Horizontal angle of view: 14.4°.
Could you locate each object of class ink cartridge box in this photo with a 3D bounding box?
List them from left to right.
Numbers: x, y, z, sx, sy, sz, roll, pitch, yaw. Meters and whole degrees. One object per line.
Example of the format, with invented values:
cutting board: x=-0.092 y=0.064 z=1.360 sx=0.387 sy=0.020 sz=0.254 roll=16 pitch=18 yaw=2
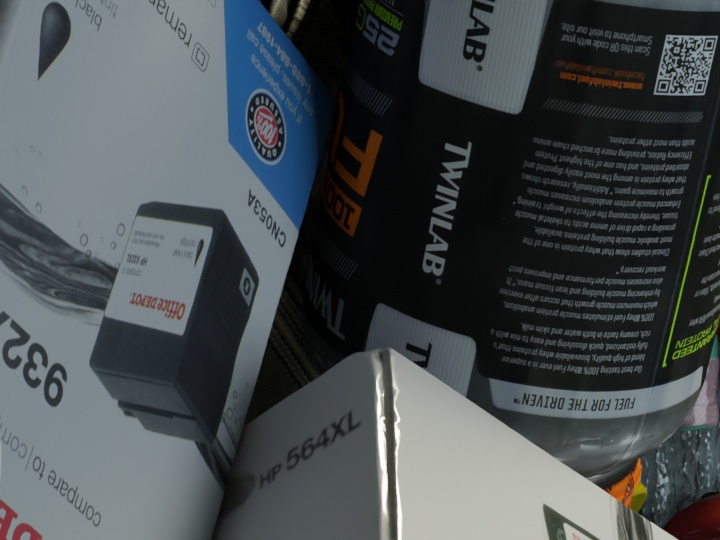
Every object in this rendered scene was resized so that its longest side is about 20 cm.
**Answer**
ink cartridge box: x=-0.093 y=0.003 z=0.725 sx=0.145 sy=0.083 sz=0.201 roll=51 pitch=47 yaw=-49
ink cartridge box: x=0.025 y=0.128 z=0.797 sx=0.200 sy=0.146 sz=0.085 roll=33 pitch=37 yaw=-32

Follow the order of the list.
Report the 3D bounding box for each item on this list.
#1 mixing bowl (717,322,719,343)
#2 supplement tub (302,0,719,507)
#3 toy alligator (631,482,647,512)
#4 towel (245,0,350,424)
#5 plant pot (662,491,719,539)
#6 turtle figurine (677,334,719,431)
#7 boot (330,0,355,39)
mixing bowl: x=0.178 y=-0.040 z=1.181 sx=0.200 sy=0.108 sz=0.202 roll=5 pitch=84 yaw=-60
supplement tub: x=0.051 y=-0.029 z=0.815 sx=0.122 sy=0.122 sz=0.201 roll=-26 pitch=132 yaw=-58
toy alligator: x=0.039 y=0.076 z=0.946 sx=0.054 sy=0.059 sz=0.200 roll=-51 pitch=159 yaw=21
towel: x=0.000 y=0.000 z=0.953 sx=0.200 sy=0.034 sz=0.193 roll=59 pitch=44 yaw=-45
plant pot: x=0.204 y=0.187 z=1.134 sx=0.200 sy=0.199 sz=0.184 roll=34 pitch=57 yaw=-55
turtle figurine: x=0.137 y=-0.046 z=1.031 sx=0.101 sy=0.149 sz=0.201 roll=-15 pitch=102 yaw=-77
boot: x=0.087 y=-0.077 z=0.951 sx=0.168 sy=0.076 sz=0.201 roll=-45 pitch=121 yaw=-30
